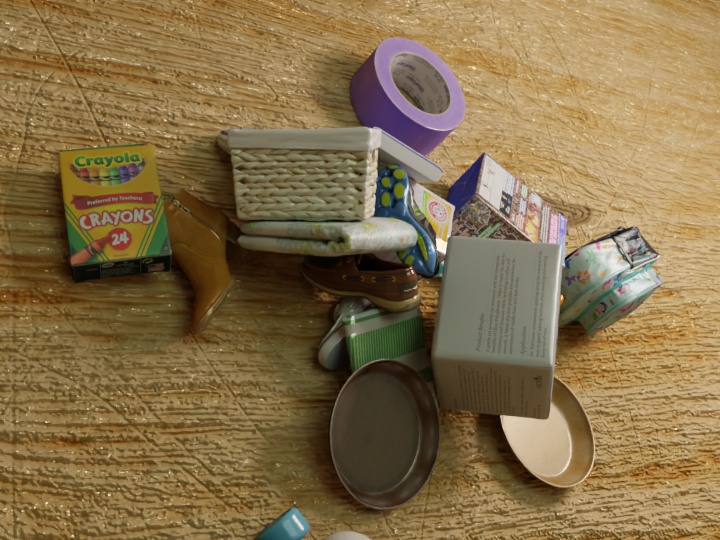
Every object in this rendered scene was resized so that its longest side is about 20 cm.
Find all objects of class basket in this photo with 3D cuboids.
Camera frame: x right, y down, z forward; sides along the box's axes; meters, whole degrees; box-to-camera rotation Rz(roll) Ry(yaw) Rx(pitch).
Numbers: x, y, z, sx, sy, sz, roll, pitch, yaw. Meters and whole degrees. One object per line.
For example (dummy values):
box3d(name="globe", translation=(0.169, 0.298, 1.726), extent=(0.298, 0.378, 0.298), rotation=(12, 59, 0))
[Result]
box3d(name="basket", translation=(-0.073, -0.133, 1.321), extent=(0.136, 0.198, 0.125), rotation=(-47, 136, -80))

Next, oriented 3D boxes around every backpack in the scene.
box3d(name="backpack", translation=(0.414, 0.022, 1.681), extent=(0.199, 0.178, 0.151), rotation=(-12, 64, -37))

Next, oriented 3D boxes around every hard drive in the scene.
box3d(name="hard drive", translation=(0.037, -0.182, 1.527), extent=(0.131, 0.200, 0.026), rotation=(30, 85, -18))

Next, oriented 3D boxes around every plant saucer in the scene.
box3d(name="plant saucer", translation=(0.289, 0.254, 1.529), extent=(0.199, 0.035, 0.202), rotation=(20, 51, -26))
box3d(name="plant saucer", translation=(0.028, 0.223, 1.313), extent=(0.199, 0.032, 0.203), rotation=(6, 81, -40))

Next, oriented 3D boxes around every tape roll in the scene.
box3d(name="tape roll", translation=(0.085, -0.310, 1.713), extent=(0.199, 0.085, 0.202), rotation=(20, 51, -26))

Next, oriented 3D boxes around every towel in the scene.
box3d(name="towel", translation=(-0.046, -0.047, 1.322), extent=(0.171, 0.198, 0.049), rotation=(-11, 103, -54))
box3d(name="towel", translation=(0.046, 0.149, 1.373), extent=(0.152, 0.023, 0.202), rotation=(-14, 95, -42))

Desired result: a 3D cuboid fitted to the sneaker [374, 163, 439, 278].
box3d(name="sneaker", translation=(0.065, -0.071, 1.416), extent=(0.083, 0.070, 0.201), rotation=(49, 16, -59))

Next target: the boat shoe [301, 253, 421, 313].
box3d(name="boat shoe", translation=(0.000, 0.000, 1.381), extent=(0.199, 0.068, 0.072), rotation=(16, 32, 32))

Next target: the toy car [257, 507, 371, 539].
box3d(name="toy car", translation=(-0.041, 0.364, 1.087), extent=(0.176, 0.200, 0.185), rotation=(-31, 82, -45))

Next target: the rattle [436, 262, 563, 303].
box3d(name="rattle", translation=(0.205, 0.014, 1.556), extent=(0.130, 0.143, 0.201), rotation=(-36, 92, -29))

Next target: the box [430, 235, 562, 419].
box3d(name="box", translation=(0.202, 0.087, 1.403), extent=(0.169, 0.201, 0.201), rotation=(5, 61, 11))

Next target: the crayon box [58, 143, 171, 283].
box3d(name="crayon box", translation=(-0.324, -0.091, 1.251), extent=(0.126, 0.051, 0.202), rotation=(-8, 64, -17))

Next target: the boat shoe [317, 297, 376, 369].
box3d(name="boat shoe", translation=(-0.006, 0.071, 1.411), extent=(0.065, 0.074, 0.200), rotation=(29, 45, 25))

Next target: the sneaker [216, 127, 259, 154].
box3d(name="sneaker", translation=(-0.137, -0.146, 1.441), extent=(0.199, 0.100, 0.075), rotation=(28, 30, 13))

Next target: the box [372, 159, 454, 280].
box3d(name="box", translation=(0.039, -0.084, 1.514), extent=(0.199, 0.101, 0.113), rotation=(30, 48, -18))

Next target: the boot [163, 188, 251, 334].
box3d(name="boot", translation=(-0.234, -0.017, 1.293), extent=(0.143, 0.071, 0.202), rotation=(32, 42, -10))

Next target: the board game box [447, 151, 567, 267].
box3d(name="board game box", translation=(0.251, -0.079, 1.656), extent=(0.199, 0.097, 0.160), rotation=(37, 34, -11))
